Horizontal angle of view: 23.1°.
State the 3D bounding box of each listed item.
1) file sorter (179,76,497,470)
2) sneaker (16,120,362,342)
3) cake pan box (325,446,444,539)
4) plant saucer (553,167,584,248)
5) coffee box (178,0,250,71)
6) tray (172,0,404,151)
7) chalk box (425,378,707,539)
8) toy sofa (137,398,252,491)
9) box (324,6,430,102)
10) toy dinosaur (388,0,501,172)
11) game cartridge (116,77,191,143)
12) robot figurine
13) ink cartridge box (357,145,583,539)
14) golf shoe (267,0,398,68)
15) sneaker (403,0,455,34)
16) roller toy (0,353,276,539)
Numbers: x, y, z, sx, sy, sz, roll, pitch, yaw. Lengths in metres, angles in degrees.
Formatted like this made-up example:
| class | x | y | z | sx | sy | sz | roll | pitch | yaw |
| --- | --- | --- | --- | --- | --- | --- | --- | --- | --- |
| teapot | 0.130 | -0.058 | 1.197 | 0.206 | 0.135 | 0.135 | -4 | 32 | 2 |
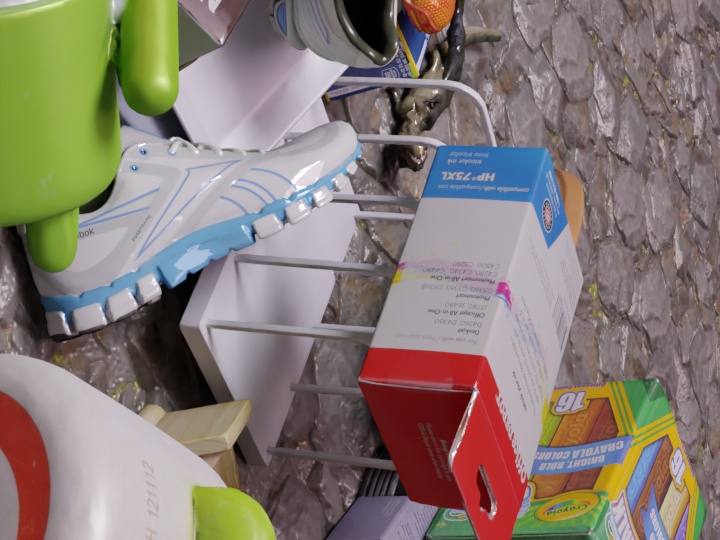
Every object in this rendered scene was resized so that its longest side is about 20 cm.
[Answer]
| class | x | y | z | sx | sy | sz | roll | pitch | yaw |
| --- | --- | --- | --- | --- | --- | --- | --- | --- | --- |
| file sorter | 0.000 | 0.000 | 1.034 | 0.139 | 0.123 | 0.201 | 69 | 33 | -48 |
| sneaker | -0.090 | -0.045 | 0.923 | 0.199 | 0.075 | 0.087 | -30 | 100 | -23 |
| cake pan box | 0.061 | 0.208 | 1.195 | 0.184 | 0.052 | 0.201 | -49 | 126 | -52 |
| plant saucer | 0.077 | 0.018 | 1.147 | 0.037 | 0.200 | 0.201 | 28 | 55 | -12 |
| coffee box | -0.133 | -0.204 | 0.865 | 0.200 | 0.080 | 0.114 | 43 | 56 | -23 |
| tray | -0.050 | -0.143 | 1.007 | 0.200 | 0.022 | 0.108 | -50 | 127 | -34 |
| chalk box | 0.132 | 0.182 | 1.150 | 0.200 | 0.124 | 0.125 | -55 | 129 | -48 |
| toy sofa | -0.092 | 0.176 | 0.944 | 0.083 | 0.097 | 0.202 | -55 | 134 | -79 |
| box | -0.023 | -0.210 | 1.099 | 0.065 | 0.070 | 0.201 | -72 | 143 | -52 |
| toy dinosaur | 0.054 | -0.151 | 1.246 | 0.200 | 0.047 | 0.089 | -58 | 146 | -45 |
| game cartridge | -0.120 | -0.133 | 0.976 | 0.200 | 0.040 | 0.134 | 52 | 41 | -40 |
| robot figurine | -0.169 | -0.099 | 0.793 | 0.116 | 0.174 | 0.202 | -100 | -172 | -62 |
| ink cartridge box | 0.058 | 0.046 | 0.931 | 0.117 | 0.067 | 0.201 | 67 | 34 | -47 |
| golf shoe | -0.003 | -0.203 | 0.928 | 0.078 | 0.097 | 0.202 | -19 | 123 | -23 |
| sneaker | 0.062 | -0.237 | 1.102 | 0.073 | 0.076 | 0.202 | 53 | 42 | -53 |
| roller toy | -0.151 | 0.138 | 0.749 | 0.200 | 0.182 | 0.140 | -51 | 137 | -2 |
